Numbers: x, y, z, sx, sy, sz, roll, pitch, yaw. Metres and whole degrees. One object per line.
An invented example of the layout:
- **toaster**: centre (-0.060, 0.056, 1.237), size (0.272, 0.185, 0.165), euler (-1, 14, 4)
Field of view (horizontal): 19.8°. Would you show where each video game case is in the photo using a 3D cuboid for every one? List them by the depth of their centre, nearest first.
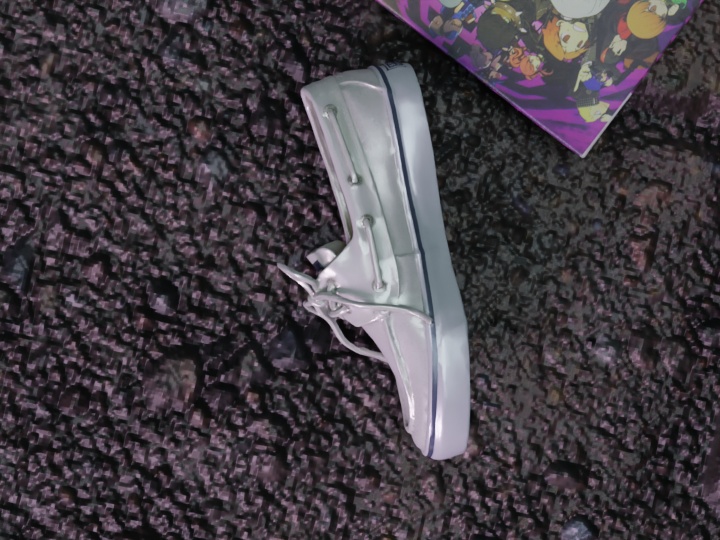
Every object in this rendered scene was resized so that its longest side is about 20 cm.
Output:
- **video game case**: centre (0.090, -0.189, 1.058), size (0.200, 0.036, 0.181), euler (37, 97, -7)

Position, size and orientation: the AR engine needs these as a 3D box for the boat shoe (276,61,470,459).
- **boat shoe**: centre (0.001, -0.001, 1.038), size (0.086, 0.075, 0.203), euler (-9, 88, -9)
